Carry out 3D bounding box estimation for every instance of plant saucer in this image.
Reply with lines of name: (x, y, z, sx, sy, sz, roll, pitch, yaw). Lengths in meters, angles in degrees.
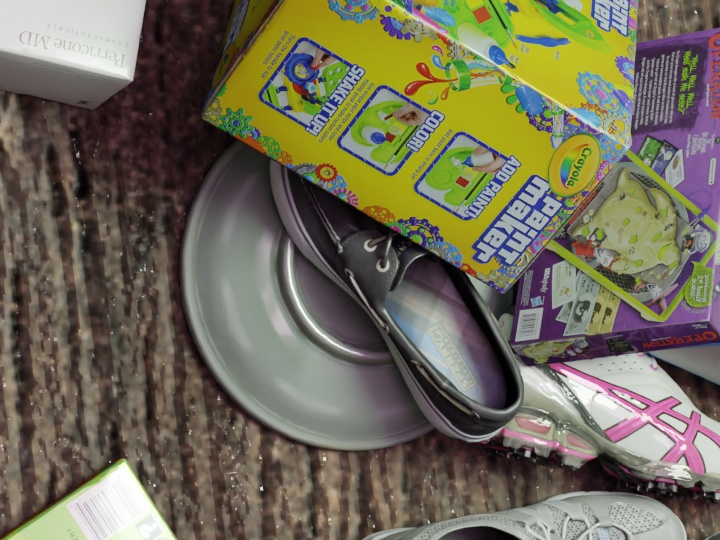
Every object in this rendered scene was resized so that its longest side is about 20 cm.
plant saucer: (0.000, 0.000, 1.426, 0.200, 0.050, 0.200, 3, 81, -19)

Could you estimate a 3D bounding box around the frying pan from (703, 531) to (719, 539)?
frying pan: (0.246, 0.178, 1.498, 0.115, 0.031, 0.190, 39, 69, -11)

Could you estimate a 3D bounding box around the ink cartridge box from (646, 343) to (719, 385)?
ink cartridge box: (0.258, -0.026, 1.480, 0.146, 0.084, 0.200, 22, 73, -34)

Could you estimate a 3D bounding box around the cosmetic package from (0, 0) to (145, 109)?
cosmetic package: (-0.167, -0.199, 1.376, 0.107, 0.085, 0.200, 10, 78, -20)

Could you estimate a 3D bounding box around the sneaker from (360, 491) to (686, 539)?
sneaker: (0.097, 0.167, 1.419, 0.200, 0.082, 0.075, -9, 86, -20)

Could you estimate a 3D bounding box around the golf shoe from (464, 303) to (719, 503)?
golf shoe: (0.159, 0.080, 1.454, 0.200, 0.073, 0.092, 17, 80, -21)

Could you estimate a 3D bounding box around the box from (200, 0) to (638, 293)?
box: (0.039, -0.128, 1.368, 0.193, 0.122, 0.200, 30, 34, -13)

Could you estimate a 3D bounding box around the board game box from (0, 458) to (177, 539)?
board game box: (-0.183, 0.193, 1.347, 0.200, 0.030, 0.096, -34, 94, -23)

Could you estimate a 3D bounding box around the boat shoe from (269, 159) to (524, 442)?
boat shoe: (0.024, 0.003, 1.369, 0.070, 0.066, 0.200, -30, 89, -21)

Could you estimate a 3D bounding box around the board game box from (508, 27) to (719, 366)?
board game box: (0.153, -0.043, 1.424, 0.032, 0.120, 0.200, 45, 46, -42)
